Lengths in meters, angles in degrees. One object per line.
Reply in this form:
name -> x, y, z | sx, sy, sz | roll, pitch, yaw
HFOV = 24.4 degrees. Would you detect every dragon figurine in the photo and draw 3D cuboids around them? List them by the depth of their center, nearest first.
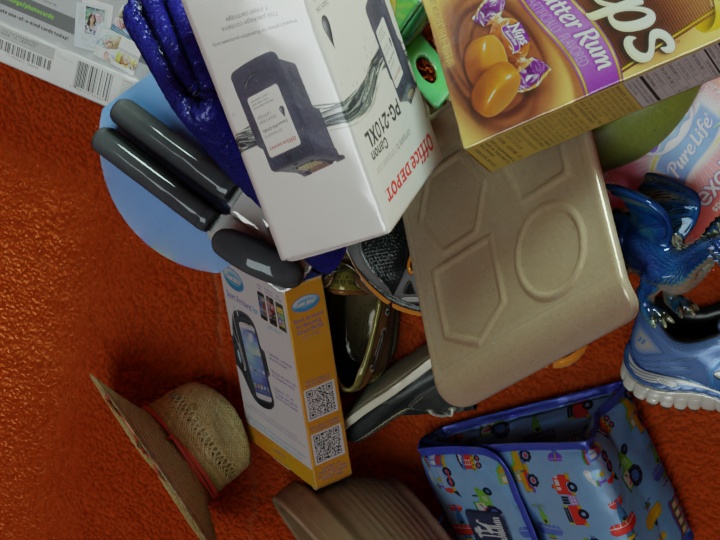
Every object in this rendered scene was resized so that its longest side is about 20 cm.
dragon figurine -> 0.190, -0.031, 1.109 | 0.200, 0.059, 0.100 | 38, 127, 37

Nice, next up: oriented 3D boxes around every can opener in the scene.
can opener -> -0.118, -0.056, 1.248 | 0.199, 0.067, 0.054 | 36, 97, 6

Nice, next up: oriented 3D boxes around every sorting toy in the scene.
sorting toy -> 0.102, -0.030, 1.137 | 0.185, 0.036, 0.202 | -33, 63, 43

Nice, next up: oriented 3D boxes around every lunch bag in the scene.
lunch bag -> 0.144, 0.188, 1.350 | 0.199, 0.094, 0.151 | -13, 110, 38

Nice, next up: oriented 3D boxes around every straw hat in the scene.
straw hat -> -0.141, 0.144, 1.414 | 0.085, 0.201, 0.202 | -34, 102, -12

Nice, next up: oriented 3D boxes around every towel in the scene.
towel -> -0.079, -0.099, 1.150 | 0.049, 0.148, 0.200 | -37, 140, 4

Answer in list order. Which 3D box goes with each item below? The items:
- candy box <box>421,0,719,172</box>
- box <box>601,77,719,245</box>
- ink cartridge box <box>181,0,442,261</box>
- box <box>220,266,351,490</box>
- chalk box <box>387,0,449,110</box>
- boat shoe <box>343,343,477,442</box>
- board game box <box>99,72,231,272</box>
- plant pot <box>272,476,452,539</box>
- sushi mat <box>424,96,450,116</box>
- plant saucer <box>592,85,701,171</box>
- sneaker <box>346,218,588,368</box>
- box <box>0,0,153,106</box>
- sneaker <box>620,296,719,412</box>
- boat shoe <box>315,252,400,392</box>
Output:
candy box -> 0.147, -0.157, 1.058 | 0.199, 0.056, 0.118 | -22, 67, 18
box -> 0.241, -0.100, 1.159 | 0.094, 0.103, 0.200 | 37, 121, 0
ink cartridge box -> -0.029, -0.129, 1.076 | 0.084, 0.145, 0.201 | -12, 109, 23
box -> -0.063, 0.063, 1.345 | 0.119, 0.041, 0.202 | 28, 130, 55
chalk box -> -0.010, -0.195, 1.195 | 0.199, 0.125, 0.124 | 36, 121, 0
boat shoe -> 0.063, 0.092, 1.331 | 0.199, 0.072, 0.068 | -33, 99, 26
board game box -> -0.102, -0.098, 1.297 | 0.199, 0.039, 0.159 | -35, 88, 15
plant pot -> 0.022, 0.237, 1.378 | 0.093, 0.201, 0.201 | -39, 99, -12
sushi mat -> 0.097, -0.049, 1.209 | 0.095, 0.012, 0.202 | -14, 69, 11
plant saucer -> 0.152, -0.168, 1.139 | 0.199, 0.031, 0.202 | -1, 89, 45
sneaker -> 0.082, 0.003, 1.242 | 0.199, 0.077, 0.079 | 22, 75, 10
box -> -0.206, -0.236, 1.295 | 0.155, 0.041, 0.201 | 22, 120, 8
sneaker -> 0.293, 0.065, 1.231 | 0.198, 0.079, 0.090 | 10, 119, 16
boat shoe -> 0.000, 0.000, 1.312 | 0.071, 0.068, 0.202 | 2, 114, 19
